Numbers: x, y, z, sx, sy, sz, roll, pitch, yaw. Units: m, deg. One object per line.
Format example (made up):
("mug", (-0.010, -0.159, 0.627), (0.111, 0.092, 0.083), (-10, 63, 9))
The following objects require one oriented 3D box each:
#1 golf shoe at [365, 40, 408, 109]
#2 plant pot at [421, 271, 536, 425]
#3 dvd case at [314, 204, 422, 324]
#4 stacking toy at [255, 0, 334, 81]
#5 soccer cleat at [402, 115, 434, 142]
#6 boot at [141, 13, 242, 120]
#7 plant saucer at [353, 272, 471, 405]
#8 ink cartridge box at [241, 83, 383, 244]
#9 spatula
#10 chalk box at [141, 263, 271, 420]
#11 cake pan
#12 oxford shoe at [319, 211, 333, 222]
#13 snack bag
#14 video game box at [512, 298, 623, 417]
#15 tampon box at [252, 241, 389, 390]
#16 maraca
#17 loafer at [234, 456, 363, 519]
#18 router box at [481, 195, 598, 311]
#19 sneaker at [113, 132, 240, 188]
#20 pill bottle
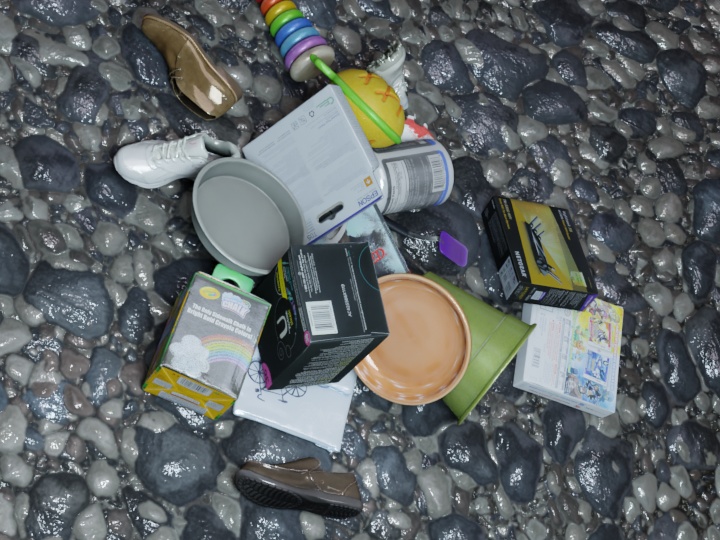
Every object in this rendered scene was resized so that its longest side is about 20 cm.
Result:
("golf shoe", (0.055, -0.317, 1.864), (0.078, 0.200, 0.097), (-44, 94, -10))
("plant pot", (0.142, 0.107, 1.757), (0.189, 0.200, 0.200), (37, 58, 8))
("dvd case", (0.000, 0.000, 1.732), (0.022, 0.145, 0.201), (4, 58, -61))
("stacking toy", (-0.126, -0.424, 1.894), (0.085, 0.085, 0.201), (-24, 78, -31))
("soccer cleat", (0.030, -0.228, 1.897), (0.198, 0.069, 0.086), (14, 78, -20))
("boot", (-0.284, -0.326, 1.786), (0.200, 0.074, 0.076), (44, 68, -6))
("plant saucer", (0.073, 0.100, 1.669), (0.201, 0.200, 0.037), (54, 24, 4))
("ink cartridge box", (-0.069, -0.155, 1.747), (0.041, 0.199, 0.201), (-8, 70, -60))
("spatula", (0.095, -0.060, 1.879), (0.199, 0.021, 0.057), (21, 43, -12))
("chalk box", (-0.216, 0.091, 1.616), (0.124, 0.124, 0.201), (25, 60, -13))
("cake pan", (-0.172, -0.076, 1.682), (0.199, 0.037, 0.202), (22, 49, -28))
("oxford shoe", (-0.016, -0.038, 1.807), (0.200, 0.071, 0.071), (41, 28, -1))
("snack bag", (-0.093, 0.158, 1.705), (0.187, 0.021, 0.201), (23, 62, -16))
("video game box", (0.359, 0.130, 1.914), (0.181, 0.047, 0.201), (19, 63, -14))
("tampon box", (-0.066, 0.068, 1.624), (0.125, 0.200, 0.151), (-3, 67, -26))
("maraca", (-0.007, -0.275, 1.792), (0.107, 0.137, 0.200), (-45, 77, 3))
("loafer", (-0.090, 0.308, 1.625), (0.199, 0.073, 0.071), (20, 52, -23))
("router box", (0.305, -0.030, 1.913), (0.156, 0.052, 0.201), (8, 47, -22))
("sneaker", (-0.276, -0.179, 1.708), (0.198, 0.099, 0.079), (-5, 71, -27))
("pill bottle", (0.044, -0.149, 1.834), (0.199, 0.114, 0.115), (-12, 75, -32))
